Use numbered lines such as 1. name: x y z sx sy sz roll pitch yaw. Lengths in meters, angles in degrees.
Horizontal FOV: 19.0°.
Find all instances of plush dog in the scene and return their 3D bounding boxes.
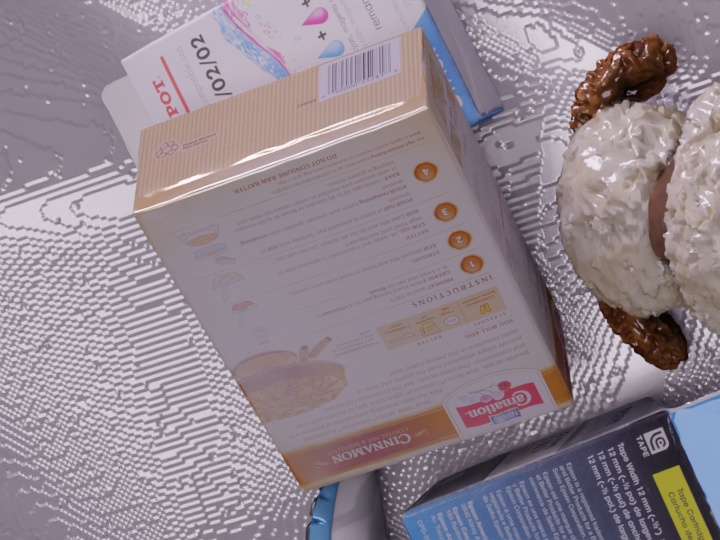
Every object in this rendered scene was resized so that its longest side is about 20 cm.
1. plush dog: 0.172 -0.026 1.052 0.171 0.160 0.201 2 100 38

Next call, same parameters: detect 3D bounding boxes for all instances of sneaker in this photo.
1. sneaker: 0.017 0.196 1.135 0.086 0.075 0.201 -4 78 15

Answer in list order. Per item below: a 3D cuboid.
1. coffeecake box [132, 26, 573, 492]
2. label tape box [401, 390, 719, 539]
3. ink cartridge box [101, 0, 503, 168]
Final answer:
1. coffeecake box: 0.000 0.000 1.074 0.153 0.073 0.200 -19 126 13
2. label tape box: 0.141 0.148 1.104 0.199 0.066 0.144 -24 92 24
3. ink cartridge box: -0.042 -0.087 1.123 0.199 0.068 0.116 -27 92 17
